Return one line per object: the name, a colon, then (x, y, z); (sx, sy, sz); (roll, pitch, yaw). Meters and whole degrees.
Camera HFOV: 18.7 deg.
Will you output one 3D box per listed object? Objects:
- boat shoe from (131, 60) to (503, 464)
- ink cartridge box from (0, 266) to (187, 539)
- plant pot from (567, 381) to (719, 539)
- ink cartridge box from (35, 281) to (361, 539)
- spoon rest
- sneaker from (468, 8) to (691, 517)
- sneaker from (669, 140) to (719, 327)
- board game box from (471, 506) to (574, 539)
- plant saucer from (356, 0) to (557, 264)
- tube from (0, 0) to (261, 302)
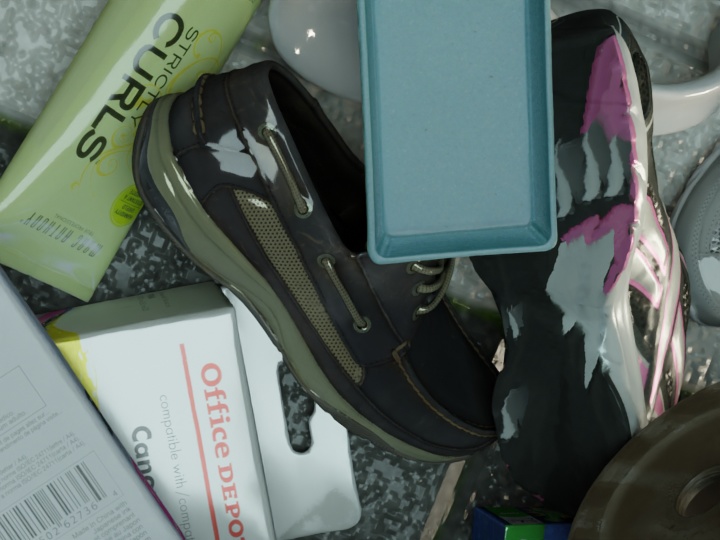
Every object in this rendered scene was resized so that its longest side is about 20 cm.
boat shoe: (0.000, 0.000, 0.830); (0.073, 0.075, 0.200); (-29, 123, 29)
ink cartridge box: (-0.161, 0.057, 0.780); (0.119, 0.042, 0.201); (-33, 107, -4)
plant pot: (0.170, 0.135, 0.797); (0.200, 0.200, 0.174); (-41, 110, -2)
ink cartridge box: (-0.099, 0.074, 0.850); (0.199, 0.067, 0.117); (-12, 100, -8)
spoon rest: (0.062, -0.091, 0.850); (0.199, 0.100, 0.061); (6, 54, -14)
sneaker: (0.089, -0.009, 0.848); (0.080, 0.086, 0.201); (14, 120, 29)
sneaker: (0.211, -0.045, 0.880); (0.199, 0.082, 0.075); (-35, 102, -2)
board game box: (0.107, 0.198, 0.910); (0.134, 0.034, 0.202); (0, 98, -21)
plant saucer: (0.031, -0.103, 0.767); (0.069, 0.019, 0.201); (-4, 106, -6)
tube: (-0.078, -0.083, 0.840); (0.058, 0.052, 0.201); (31, 91, -12)
